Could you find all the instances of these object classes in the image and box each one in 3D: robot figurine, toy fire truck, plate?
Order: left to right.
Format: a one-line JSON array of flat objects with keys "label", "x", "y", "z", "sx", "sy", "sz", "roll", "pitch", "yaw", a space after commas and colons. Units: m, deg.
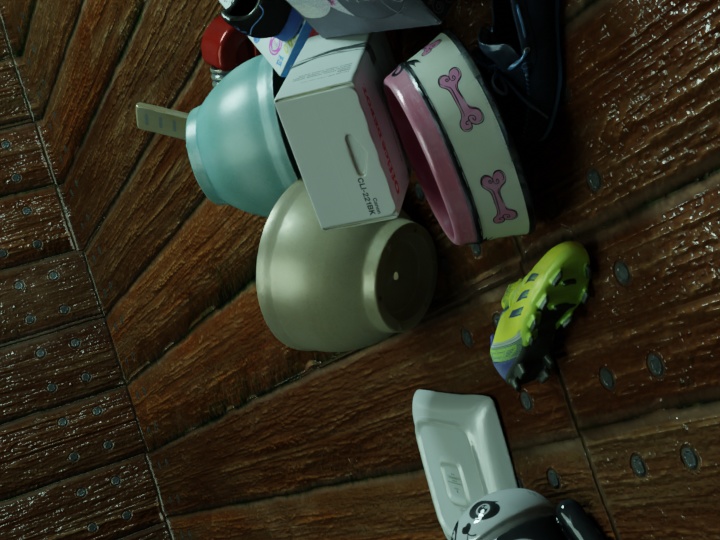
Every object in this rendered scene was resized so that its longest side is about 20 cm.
[{"label": "toy fire truck", "x": -0.172, "y": -0.229, "z": 1.663, "sx": 0.129, "sy": 0.199, "sz": 0.177, "roll": 34, "pitch": 136, "yaw": 56}, {"label": "plate", "x": 0.119, "y": 0.239, "z": 1.526, "sx": 0.199, "sy": 0.032, "sz": 0.201, "roll": -6, "pitch": 100, "yaw": 67}, {"label": "robot figurine", "x": 0.171, "y": 0.313, "z": 1.331, "sx": 0.201, "sy": 0.150, "sz": 0.125, "roll": 59, "pitch": 166, "yaw": 30}]

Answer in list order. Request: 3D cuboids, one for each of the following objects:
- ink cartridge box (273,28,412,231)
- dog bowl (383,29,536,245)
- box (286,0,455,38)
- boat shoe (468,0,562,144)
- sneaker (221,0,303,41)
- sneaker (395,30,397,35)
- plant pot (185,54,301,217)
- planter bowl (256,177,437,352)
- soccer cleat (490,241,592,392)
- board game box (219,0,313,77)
[{"label": "ink cartridge box", "x": -0.005, "y": -0.152, "z": 1.313, "sx": 0.200, "sy": 0.083, "sz": 0.145, "roll": -73, "pitch": -33, "yaw": -58}, {"label": "dog bowl", "x": 0.086, "y": -0.112, "z": 1.220, "sx": 0.200, "sy": 0.073, "sz": 0.201, "roll": 156, "pitch": 90, "yaw": -88}, {"label": "box", "x": 0.002, "y": -0.299, "z": 1.216, "sx": 0.132, "sy": 0.115, "sz": 0.200, "roll": 40, "pitch": 162, "yaw": -30}, {"label": "boat shoe", "x": 0.127, "y": -0.203, "z": 1.153, "sx": 0.084, "sy": 0.068, "sz": 0.201, "roll": 37, "pitch": 138, "yaw": 55}, {"label": "sneaker", "x": -0.079, "y": -0.329, "z": 1.342, "sx": 0.070, "sy": 0.078, "sz": 0.201, "roll": 37, "pitch": 115, "yaw": 47}, {"label": "sneaker", "x": -0.017, "y": -0.215, "z": 1.458, "sx": 0.075, "sy": 0.088, "sz": 0.201, "roll": 58, "pitch": 152, "yaw": 37}, {"label": "plant pot", "x": -0.121, "y": -0.148, "z": 1.561, "sx": 0.200, "sy": 0.133, "sz": 0.202, "roll": -14, "pitch": -90, "yaw": -73}, {"label": "planter bowl", "x": 0.000, "y": 0.000, "z": 1.468, "sx": 0.134, "sy": 0.200, "sz": 0.201, "roll": 10, "pitch": 118, "yaw": 35}, {"label": "soccer cleat", "x": 0.159, "y": 0.032, "z": 1.249, "sx": 0.201, "sy": 0.064, "sz": 0.084, "roll": 103, "pitch": 146, "yaw": -51}, {"label": "board game box", "x": -0.067, "y": -0.338, "z": 1.436, "sx": 0.200, "sy": 0.056, "sz": 0.197, "roll": 52, "pitch": 126, "yaw": 41}]
